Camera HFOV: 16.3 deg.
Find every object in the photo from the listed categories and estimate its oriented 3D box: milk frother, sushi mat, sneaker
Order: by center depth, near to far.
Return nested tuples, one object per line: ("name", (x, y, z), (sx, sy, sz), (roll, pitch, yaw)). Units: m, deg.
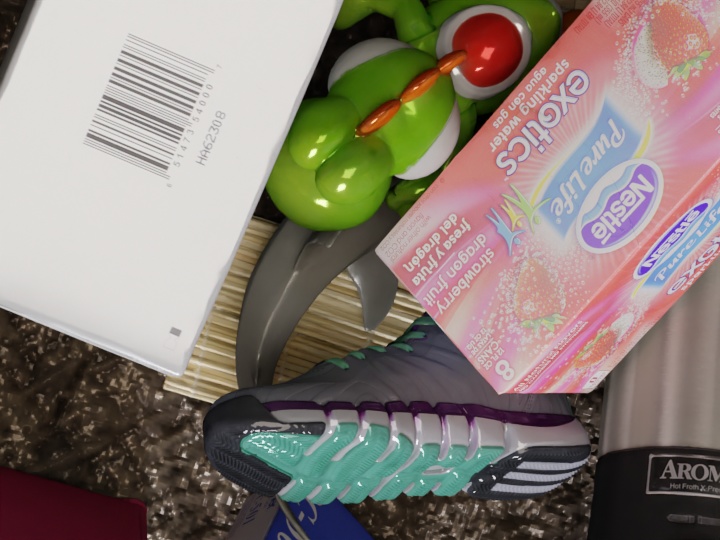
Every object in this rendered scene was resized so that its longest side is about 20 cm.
("sneaker", (0.011, 0.057, 1.158), (0.199, 0.074, 0.088), (7, 57, -33))
("milk frother", (0.192, 0.099, 1.235), (0.180, 0.200, 0.189), (10, 74, -4))
("sushi mat", (0.006, 0.041, 1.254), (0.199, 0.012, 0.096), (18, 98, -10))

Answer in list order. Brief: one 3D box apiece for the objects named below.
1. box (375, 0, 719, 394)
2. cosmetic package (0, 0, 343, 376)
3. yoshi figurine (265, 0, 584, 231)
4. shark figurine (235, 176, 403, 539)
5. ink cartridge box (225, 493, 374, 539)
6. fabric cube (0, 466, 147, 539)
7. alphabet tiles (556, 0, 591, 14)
("box", (0.117, -0.045, 1.118), (0.200, 0.103, 0.095), (-48, 67, 18))
("cosmetic package", (-0.098, -0.084, 1.124), (0.123, 0.200, 0.200), (23, 97, -7))
("yoshi figurine", (0.022, -0.081, 1.156), (0.112, 0.200, 0.112), (26, 130, 26))
("shark figurine", (-0.020, 0.010, 1.195), (0.128, 0.089, 0.215), (29, 85, -8))
("ink cartridge box", (-0.037, 0.182, 1.183), (0.044, 0.200, 0.094), (-35, 104, 27))
("fabric cube", (-0.213, 0.197, 1.167), (0.196, 0.199, 0.201), (16, 99, -8))
("alphabet tiles", (0.111, -0.177, 1.228), (0.199, 0.006, 0.167), (6, 100, -8))
